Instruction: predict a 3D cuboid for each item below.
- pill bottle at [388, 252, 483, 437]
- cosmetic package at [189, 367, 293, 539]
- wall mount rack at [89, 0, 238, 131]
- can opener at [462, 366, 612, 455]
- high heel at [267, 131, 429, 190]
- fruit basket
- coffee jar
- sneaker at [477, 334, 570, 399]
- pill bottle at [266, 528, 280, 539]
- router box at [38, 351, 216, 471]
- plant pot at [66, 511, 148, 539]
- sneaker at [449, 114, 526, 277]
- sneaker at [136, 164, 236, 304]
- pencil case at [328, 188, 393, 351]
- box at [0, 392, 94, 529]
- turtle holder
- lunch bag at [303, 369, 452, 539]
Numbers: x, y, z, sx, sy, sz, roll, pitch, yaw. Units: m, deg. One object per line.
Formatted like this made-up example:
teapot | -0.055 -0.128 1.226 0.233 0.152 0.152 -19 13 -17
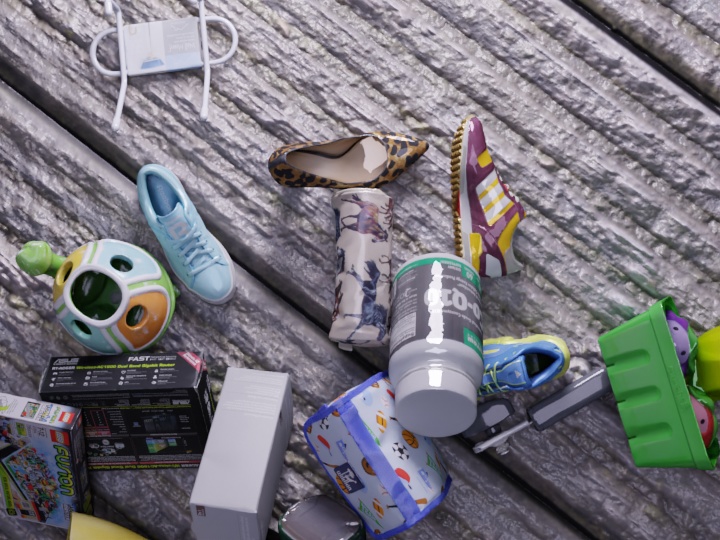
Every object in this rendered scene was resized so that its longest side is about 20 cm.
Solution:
pill bottle | 0.090 0.088 1.367 0.112 0.114 0.202 0 48 4
cosmetic package | -0.139 0.227 1.378 0.089 0.107 0.202 4 49 4
wall mount rack | -0.257 -0.266 1.478 0.197 0.075 0.176 -6 86 5
can opener | 0.219 0.169 1.429 0.198 0.053 0.067 -26 84 2
high heel | -0.012 -0.137 1.418 0.197 0.143 0.072 -12 86 4
fruit basket | 0.407 0.126 1.380 0.213 0.155 0.219 1 92 21
coffee jar | -0.034 0.374 1.374 0.085 0.104 0.202 -29 124 -33
sneaker | 0.160 0.118 1.410 0.198 0.105 0.077 -16 85 3
pill bottle | -0.159 0.416 1.414 0.111 0.112 0.202 21 88 5
router box | -0.277 0.175 1.420 0.197 0.063 0.151 -2 131 4
plant pot | -0.293 0.402 1.399 0.140 0.200 0.203 8 87 -14
sneaker | 0.161 -0.093 1.444 0.089 0.075 0.203 -2 93 -4
sneaker | -0.228 -0.045 1.460 0.074 0.082 0.201 -35 85 2
pencil case | 0.000 0.000 1.443 0.077 0.089 0.203 2 87 -22
box | -0.390 0.237 1.416 0.109 0.035 0.202 10 131 5
turtle holder | -0.320 0.018 1.431 0.140 0.132 0.186 -34 85 2
lunch bag | 0.021 0.218 1.368 0.123 0.200 0.171 -34 86 2
